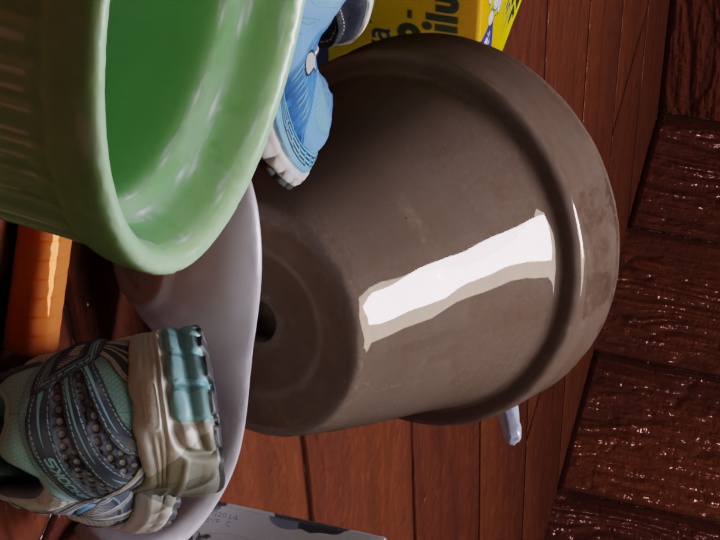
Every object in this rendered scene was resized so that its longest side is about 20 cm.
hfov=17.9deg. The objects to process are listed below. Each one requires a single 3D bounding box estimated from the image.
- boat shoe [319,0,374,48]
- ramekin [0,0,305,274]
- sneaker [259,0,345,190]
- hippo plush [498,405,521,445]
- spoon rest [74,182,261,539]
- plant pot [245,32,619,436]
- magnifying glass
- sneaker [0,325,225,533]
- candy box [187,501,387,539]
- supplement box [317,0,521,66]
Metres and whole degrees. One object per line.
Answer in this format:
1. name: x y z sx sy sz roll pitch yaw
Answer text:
1. boat shoe: -0.043 -0.138 0.981 0.200 0.074 0.062 59 52 -69
2. ramekin: -0.087 -0.105 0.701 0.200 0.097 0.201 12 90 -77
3. sneaker: -0.029 -0.096 0.893 0.090 0.078 0.200 -42 168 -3
4. hippo plush: 0.046 -0.006 1.304 0.159 0.200 0.161 -53 171 -12
5. spoon rest: -0.076 0.030 0.968 0.061 0.099 0.200 -2 114 -33
6. plant pot: 0.000 0.000 1.093 0.175 0.200 0.201 -30 132 -53
7. magnifying glass: -0.109 -0.068 0.845 0.080 0.022 0.201 -28 129 -76
8. sneaker: -0.110 0.058 0.859 0.200 0.086 0.078 136 -50 -72
9. candy box: -0.048 0.168 1.092 0.200 0.136 0.061 74 29 -66
10. supplement box: 0.036 -0.188 1.220 0.109 0.109 0.200 90 16 -46
